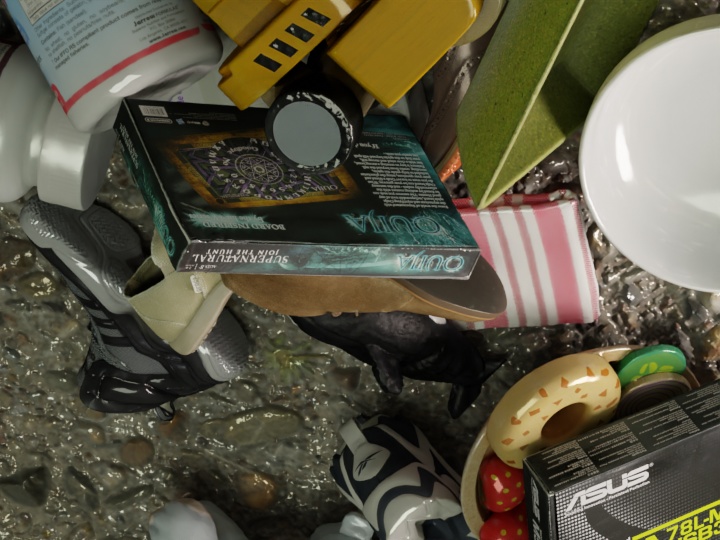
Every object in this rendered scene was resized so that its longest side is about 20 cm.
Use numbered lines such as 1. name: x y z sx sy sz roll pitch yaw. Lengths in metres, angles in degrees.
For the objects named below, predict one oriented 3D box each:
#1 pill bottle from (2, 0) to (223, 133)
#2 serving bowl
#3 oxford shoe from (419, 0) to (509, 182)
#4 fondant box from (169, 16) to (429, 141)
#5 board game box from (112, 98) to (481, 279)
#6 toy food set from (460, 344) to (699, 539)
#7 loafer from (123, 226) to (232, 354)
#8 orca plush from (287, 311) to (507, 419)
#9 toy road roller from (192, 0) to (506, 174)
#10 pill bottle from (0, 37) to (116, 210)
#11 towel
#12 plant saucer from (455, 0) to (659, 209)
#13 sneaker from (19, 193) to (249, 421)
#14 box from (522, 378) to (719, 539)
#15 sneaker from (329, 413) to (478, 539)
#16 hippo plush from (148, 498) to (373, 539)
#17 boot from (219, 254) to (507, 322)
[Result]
1. pill bottle: -0.178 -0.196 1.346 0.109 0.109 0.200 -31 86 28
2. serving bowl: 0.242 -0.085 1.382 0.200 0.066 0.200 4 126 6
3. oxford shoe: 0.069 -0.148 1.375 0.073 0.071 0.200 25 108 6
4. fondant box: -0.059 -0.112 1.438 0.200 0.058 0.145 -5 123 16
5. board game box: -0.039 -0.049 1.307 0.200 0.135 0.028 2 131 -29
6. toy food set: 0.164 0.132 1.509 0.198 0.049 0.200 -2 125 -27
7. loafer: -0.103 -0.022 1.429 0.068 0.076 0.200 23 127 -12
8. orca plush: 0.018 0.062 1.488 0.105 0.071 0.200 -16 142 28
9. toy road roller: -0.012 -0.169 1.282 0.146 0.123 0.200 44 122 -10
10. pill bottle: -0.271 -0.109 1.453 0.200 0.110 0.110 15 125 4
11. towel: 0.060 -0.008 1.469 0.200 0.030 0.146 -3 147 11
12. plant saucer: 0.131 -0.157 1.294 0.048 0.200 0.200 34 126 12
13. sneaker: -0.186 0.036 1.552 0.200 0.076 0.114 39 120 -17
14. box: 0.215 0.175 1.505 0.200 0.048 0.193 -20 134 -15
15. sneaker: 0.042 0.165 1.596 0.079 0.130 0.199 -44 146 12
16. hippo plush: -0.061 0.227 1.616 0.161 0.200 0.160 -22 86 4
17. boot: 0.000 0.000 1.382 0.200 0.074 0.075 18 130 -24
